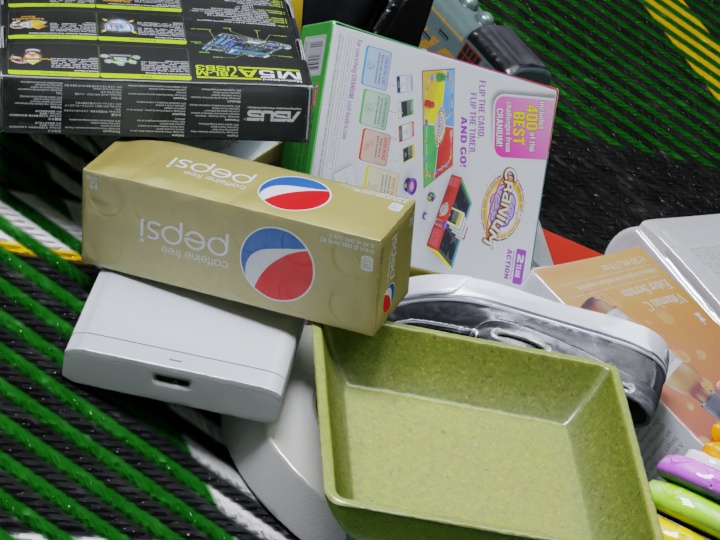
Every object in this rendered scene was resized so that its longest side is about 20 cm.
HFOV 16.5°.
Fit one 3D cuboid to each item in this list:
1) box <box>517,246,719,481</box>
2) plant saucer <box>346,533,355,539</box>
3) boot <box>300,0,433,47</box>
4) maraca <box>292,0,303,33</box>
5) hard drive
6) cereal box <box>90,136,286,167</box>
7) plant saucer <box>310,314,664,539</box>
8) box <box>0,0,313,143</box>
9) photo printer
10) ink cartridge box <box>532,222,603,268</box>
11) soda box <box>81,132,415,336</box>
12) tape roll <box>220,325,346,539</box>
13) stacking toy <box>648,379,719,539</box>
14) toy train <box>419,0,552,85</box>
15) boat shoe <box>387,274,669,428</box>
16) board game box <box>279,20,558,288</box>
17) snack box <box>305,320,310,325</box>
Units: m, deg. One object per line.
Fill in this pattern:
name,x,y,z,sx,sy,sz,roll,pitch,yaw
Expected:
box,0.194,0.095,1.711,0.200,0.107,0.152,46,29,21
plant saucer,0.031,0.122,1.505,0.070,0.019,0.200,30,28,-8
boot,0.037,-0.148,1.788,0.199,0.169,0.076,-4,34,-29
maraca,-0.069,-0.189,1.840,0.199,0.137,0.108,21,66,-11
hard drive,-0.099,0.020,1.547,0.131,0.027,0.200,12,29,2
cereal box,-0.132,-0.135,1.716,0.144,0.040,0.200,-33,69,-28
plant saucer,0.065,0.111,1.457,0.198,0.048,0.200,11,29,-10
box,-0.137,-0.144,1.620,0.198,0.048,0.194,1,31,-10
photo printer,0.298,0.029,1.961,0.167,0.070,0.199,51,30,22
ink cartridge box,0.133,-0.014,1.877,0.199,0.057,0.163,17,32,-22
soda box,-0.070,-0.024,1.521,0.199,0.068,0.064,14,30,17
tape roll,0.007,0.116,1.548,0.202,0.037,0.203,27,28,-15
stacking toy,0.199,0.149,1.471,0.116,0.201,0.110,27,-5,-15
toy train,0.065,-0.168,1.967,0.085,0.114,0.200,1,42,-48
boat shoe,0.097,0.059,1.599,0.199,0.072,0.068,14,51,6
board game box,0.039,-0.073,1.713,0.199,0.154,0.040,14,-8,-34
snack box,0.000,0.000,1.731,0.072,0.024,0.200,29,28,-11
